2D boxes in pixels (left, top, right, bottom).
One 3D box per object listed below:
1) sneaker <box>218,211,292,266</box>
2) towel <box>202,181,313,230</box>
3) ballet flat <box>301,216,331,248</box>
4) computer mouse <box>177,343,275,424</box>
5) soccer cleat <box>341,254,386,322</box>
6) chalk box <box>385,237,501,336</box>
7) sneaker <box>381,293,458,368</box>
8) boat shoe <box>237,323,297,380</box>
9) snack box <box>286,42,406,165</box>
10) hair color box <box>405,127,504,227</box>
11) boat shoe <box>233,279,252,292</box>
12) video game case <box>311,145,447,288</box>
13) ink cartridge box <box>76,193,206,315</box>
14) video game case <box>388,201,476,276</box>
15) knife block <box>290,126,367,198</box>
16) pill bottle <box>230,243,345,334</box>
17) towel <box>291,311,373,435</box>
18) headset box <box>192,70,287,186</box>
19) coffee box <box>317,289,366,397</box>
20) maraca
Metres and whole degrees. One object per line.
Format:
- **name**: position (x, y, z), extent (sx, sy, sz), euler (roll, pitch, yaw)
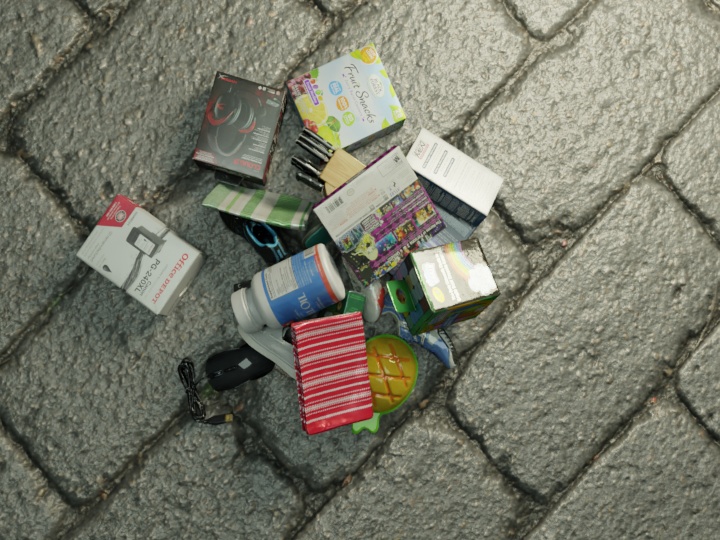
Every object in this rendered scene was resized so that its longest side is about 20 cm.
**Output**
- **sneaker**: position (-0.209, -0.092, 1.362), extent (0.199, 0.082, 0.073), euler (40, 77, 21)
- **towel**: position (-0.192, -0.128, 1.356), extent (0.195, 0.153, 0.024), euler (15, 113, -3)
- **ballet flat**: position (-0.041, -0.116, 1.411), extent (0.197, 0.068, 0.064), euler (-32, 61, -5)
- **computer mouse**: position (-0.257, 0.225, 1.376), extent (0.194, 0.046, 0.145), euler (-13, 86, -4)
- **soccer cleat**: position (0.000, 0.000, 1.374), extent (0.067, 0.084, 0.206), euler (-12, 79, 40)
- **chalk box**: position (0.139, 0.035, 1.319), extent (0.195, 0.124, 0.128), euler (-12, 69, -22)
- **sneaker**: position (0.116, 0.120, 1.392), extent (0.077, 0.076, 0.201), euler (-40, 79, -8)
- **boat shoe**: position (-0.153, 0.138, 1.343), extent (0.198, 0.071, 0.070), euler (34, 102, 29)
- **snack box**: position (-0.030, -0.336, 1.414), extent (0.196, 0.068, 0.172), euler (-26, 88, -6)
- **hair color box**: position (0.180, -0.186, 1.408), extent (0.197, 0.061, 0.101), euler (32, 65, -1)
- **boat shoe**: position (-0.162, 0.010, 1.389), extent (0.196, 0.070, 0.068), euler (-27, 90, 3)
- **video game case**: position (0.036, -0.099, 1.305), extent (0.198, 0.036, 0.183), euler (-36, 107, -1)
- **ink cartridge box**: position (-0.422, -0.028, 1.363), extent (0.198, 0.083, 0.147), euler (35, 85, 0)
- **video game case**: position (0.131, -0.063, 1.431), extent (0.142, 0.019, 0.201), euler (39, 86, 0)
- **knife block**: position (-0.032, -0.197, 1.343), extent (0.194, 0.064, 0.181), euler (-13, 91, -7)
- **pill bottle**: position (-0.136, 0.041, 1.298), extent (0.196, 0.112, 0.115), euler (-25, 88, 7)
- **towel**: position (-0.050, 0.188, 1.282), extent (0.141, 0.022, 0.206), euler (-8, 94, -21)
- **headset box**: position (-0.240, -0.270, 1.393), extent (0.145, 0.075, 0.206), euler (16, 85, -2)
- **coffee box**: position (-0.053, 0.139, 1.356), extent (0.043, 0.122, 0.206), euler (16, 84, -26)
- **maraca**: position (0.029, 0.220, 1.363), extent (0.136, 0.107, 0.202), euler (38, 85, 4)
